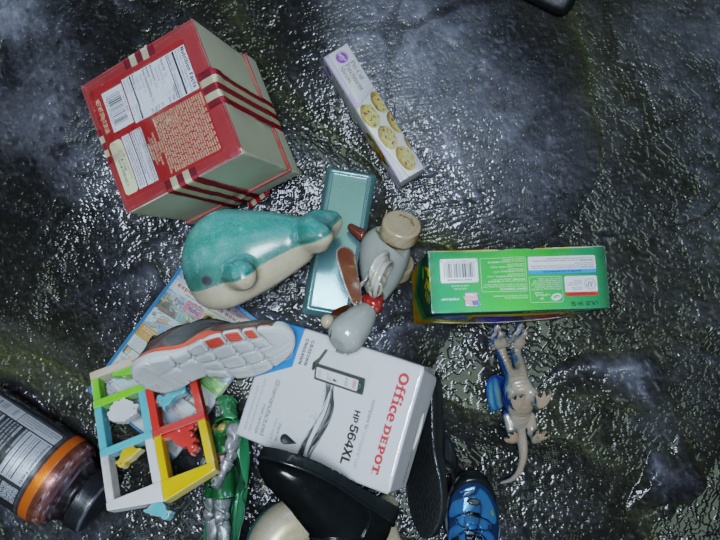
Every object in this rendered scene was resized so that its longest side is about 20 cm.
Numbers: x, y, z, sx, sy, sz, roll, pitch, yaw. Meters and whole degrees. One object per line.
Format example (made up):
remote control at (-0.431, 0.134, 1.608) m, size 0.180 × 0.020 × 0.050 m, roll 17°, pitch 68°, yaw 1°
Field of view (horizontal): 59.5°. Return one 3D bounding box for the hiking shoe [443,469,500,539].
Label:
hiking shoe at (0.138, 0.348, 0.757) m, size 0.073 × 0.087 × 0.203 m, roll 4°, pitch 83°, yaw -1°

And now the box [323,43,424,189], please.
box at (0.017, -0.205, 0.846) m, size 0.041 × 0.039 × 0.202 m, roll -30°, pitch 85°, yaw -6°

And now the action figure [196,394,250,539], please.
action figure at (-0.169, 0.253, 0.762) m, size 0.054 × 0.117 × 0.203 m, roll 13°, pitch 70°, yaw -36°

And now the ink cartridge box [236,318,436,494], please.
ink cartridge box at (-0.026, 0.157, 0.751) m, size 0.197 × 0.084 × 0.148 m, roll 14°, pitch 81°, yaw 19°

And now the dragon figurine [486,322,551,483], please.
dragon figurine at (0.194, 0.164, 0.793) m, size 0.058 × 0.100 × 0.203 m, roll -7°, pitch 116°, yaw -2°

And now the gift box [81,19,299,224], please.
gift box at (-0.207, -0.166, 0.767) m, size 0.198 × 0.187 × 0.187 m, roll -19°, pitch 85°, yaw 16°

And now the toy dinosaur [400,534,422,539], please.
toy dinosaur at (0.065, 0.370, 0.740) m, size 0.047 × 0.089 × 0.202 m, roll 3°, pitch 124°, yaw 9°

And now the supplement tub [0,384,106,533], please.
supplement tub at (-0.393, 0.226, 0.748) m, size 0.199 × 0.107 × 0.108 m, roll 32°, pitch 83°, yaw 2°

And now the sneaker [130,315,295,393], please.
sneaker at (-0.172, 0.078, 0.740) m, size 0.197 × 0.078 × 0.082 m, roll -12°, pitch 39°, yaw 7°

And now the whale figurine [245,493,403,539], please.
whale figurine at (-0.046, 0.331, 0.762) m, size 0.198 × 0.104 × 0.161 m, roll -9°, pitch 82°, yaw -27°

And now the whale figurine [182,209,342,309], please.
whale figurine at (-0.123, -0.034, 0.747) m, size 0.198 × 0.159 × 0.105 m, roll -21°, pitch 106°, yaw 21°

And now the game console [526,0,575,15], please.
game console at (0.244, -0.486, 0.899) m, size 0.198 × 0.117 × 0.177 m, roll 27°, pitch 113°, yaw 2°

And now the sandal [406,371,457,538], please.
sandal at (0.095, 0.227, 0.783) m, size 0.047 × 0.075 × 0.204 m, roll 5°, pitch 81°, yaw -26°

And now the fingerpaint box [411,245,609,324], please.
fingerpaint box at (0.168, 0.024, 0.758) m, size 0.197 × 0.167 × 0.075 m, roll -2°, pitch 81°, yaw -3°

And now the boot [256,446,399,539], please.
boot at (-0.051, 0.299, 0.666) m, size 0.197 × 0.073 × 0.164 m, roll 36°, pitch 61°, yaw -23°

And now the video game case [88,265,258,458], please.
video game case at (-0.232, 0.114, 0.811) m, size 0.142 × 0.018 × 0.201 m, roll 36°, pitch 84°, yaw 3°

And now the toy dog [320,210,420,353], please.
toy dog at (0.000, 0.000, 0.755) m, size 0.095 × 0.200 × 0.133 m, roll 22°, pitch 118°, yaw 13°

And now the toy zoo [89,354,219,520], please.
toy zoo at (-0.244, 0.193, 0.746) m, size 0.130 × 0.021 × 0.202 m, roll -20°, pitch 63°, yaw -3°

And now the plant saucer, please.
plant saucer at (-0.028, -0.037, 0.836) m, size 0.069 × 0.019 × 0.203 m, roll 9°, pitch 82°, yaw -1°
